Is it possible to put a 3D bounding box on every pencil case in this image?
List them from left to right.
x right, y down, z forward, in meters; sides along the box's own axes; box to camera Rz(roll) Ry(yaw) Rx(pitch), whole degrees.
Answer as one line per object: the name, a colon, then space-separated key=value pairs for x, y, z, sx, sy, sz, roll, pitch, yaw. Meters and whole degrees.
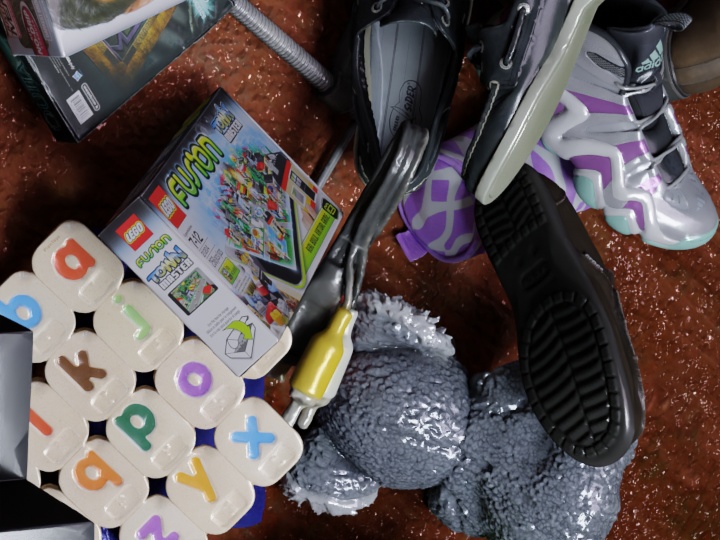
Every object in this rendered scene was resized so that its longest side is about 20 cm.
pencil case: x=0.116 y=-0.067 z=1.698 sx=0.199 sy=0.085 sz=0.084 roll=-19 pitch=76 yaw=-37

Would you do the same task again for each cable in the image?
cable: x=0.000 y=0.000 z=1.556 sx=0.050 sy=0.097 sz=0.201 roll=30 pitch=105 yaw=-3

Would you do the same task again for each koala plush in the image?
koala plush: x=0.059 y=0.099 z=1.638 sx=0.199 sy=0.184 sz=0.178 roll=22 pitch=108 yaw=-16

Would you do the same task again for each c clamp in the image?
c clamp: x=-0.038 y=-0.160 z=1.568 sx=0.200 sy=0.027 sz=0.171 roll=45 pitch=71 yaw=-39

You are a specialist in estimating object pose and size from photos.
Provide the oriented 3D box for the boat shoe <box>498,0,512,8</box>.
boat shoe: x=0.118 y=-0.197 z=1.669 sx=0.200 sy=0.072 sz=0.063 roll=36 pitch=53 yaw=-39

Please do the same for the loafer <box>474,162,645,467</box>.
loafer: x=0.136 y=0.024 z=1.578 sx=0.071 sy=0.073 sz=0.201 roll=7 pitch=59 yaw=-46

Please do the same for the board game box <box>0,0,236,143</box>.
board game box: x=-0.165 y=-0.191 z=1.432 sx=0.135 sy=0.028 sz=0.201 roll=-42 pitch=119 yaw=-26

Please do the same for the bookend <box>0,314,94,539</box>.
bookend: x=-0.215 y=0.115 z=1.355 sx=0.092 sy=0.200 sz=0.200 roll=-3 pitch=104 yaw=-33

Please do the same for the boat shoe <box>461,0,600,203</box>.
boat shoe: x=0.097 y=-0.141 z=1.542 sx=0.200 sy=0.066 sz=0.074 roll=-66 pitch=168 yaw=12

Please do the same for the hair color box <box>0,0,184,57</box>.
hair color box: x=-0.114 y=-0.200 z=1.414 sx=0.199 sy=0.060 sz=0.100 roll=-29 pitch=112 yaw=-31

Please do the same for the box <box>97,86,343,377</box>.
box: x=-0.075 y=-0.026 z=1.455 sx=0.035 sy=0.200 sz=0.110 roll=-41 pitch=100 yaw=22

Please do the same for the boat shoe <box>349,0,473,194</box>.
boat shoe: x=0.029 y=-0.142 z=1.566 sx=0.074 sy=0.066 sz=0.201 roll=11 pitch=98 yaw=-3

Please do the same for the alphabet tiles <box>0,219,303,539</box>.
alphabet tiles: x=-0.138 y=0.076 z=1.476 sx=0.196 sy=0.015 sz=0.200 roll=44 pitch=93 yaw=-13

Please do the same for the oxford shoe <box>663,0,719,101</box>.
oxford shoe: x=0.261 y=-0.180 z=1.766 sx=0.073 sy=0.084 sz=0.200 roll=63 pitch=34 yaw=-27

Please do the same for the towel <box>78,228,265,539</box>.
towel: x=-0.116 y=0.066 z=1.546 sx=0.147 sy=0.049 sz=0.202 roll=-8 pitch=105 yaw=-48

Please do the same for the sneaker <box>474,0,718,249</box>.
sneaker: x=0.175 y=-0.111 z=1.610 sx=0.200 sy=0.140 sz=0.078 roll=42 pitch=47 yaw=-3
